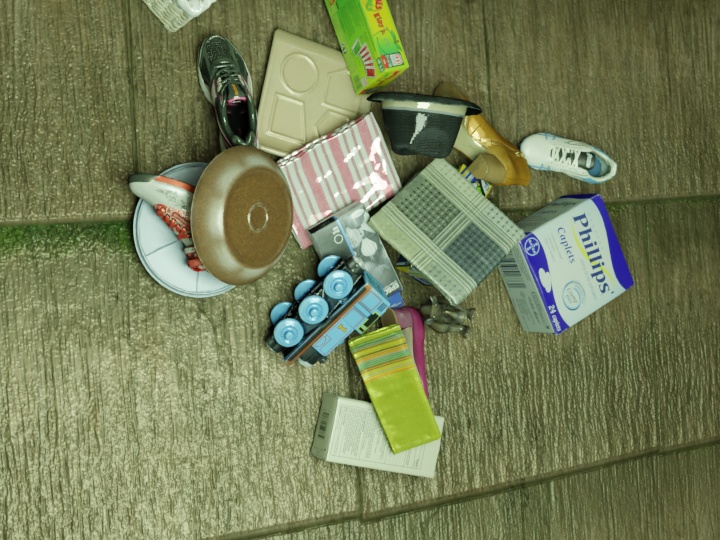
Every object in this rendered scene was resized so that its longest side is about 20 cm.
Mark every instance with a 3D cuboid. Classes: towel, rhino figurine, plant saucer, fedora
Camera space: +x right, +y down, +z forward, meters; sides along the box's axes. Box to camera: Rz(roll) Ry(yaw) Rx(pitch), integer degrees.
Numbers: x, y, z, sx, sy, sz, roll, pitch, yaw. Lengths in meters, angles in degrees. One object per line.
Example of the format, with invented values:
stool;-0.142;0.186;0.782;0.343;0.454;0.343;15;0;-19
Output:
towel;-0.037;-0.140;1.368;0.198;0.030;0.148;-30;116;-9
towel;0.135;-0.066;1.378;0.200;0.035;0.192;44;63;8
rhino figurine;0.138;0.073;1.399;0.086;0.200;0.061;17;88;7
plant saucer;-0.157;-0.077;1.248;0.199;0.036;0.204;-11;104;-50
fedora;0.098;-0.226;1.373;0.198;0.200;0.093;2;98;-24
towel;0.053;0.184;1.331;0.085;0.018;0.202;-19;105;10

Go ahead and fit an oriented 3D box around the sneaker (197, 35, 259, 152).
sneaker;-0.187;-0.260;1.289;0.079;0.086;0.203;-18;84;-15

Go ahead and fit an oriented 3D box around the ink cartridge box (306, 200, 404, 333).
ink cartridge box;0.000;0.000;1.389;0.099;0.039;0.202;-31;112;-10

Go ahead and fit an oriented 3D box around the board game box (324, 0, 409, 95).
board game box;0.002;-0.392;1.367;0.047;0.101;0.203;-18;88;-29

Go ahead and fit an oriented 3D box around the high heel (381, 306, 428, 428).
high heel;0.094;0.154;1.413;0.095;0.067;0.203;7;68;-49

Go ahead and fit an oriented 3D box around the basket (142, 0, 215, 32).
basket;-0.254;-0.478;1.238;0.198;0.160;0.200;47;71;-17

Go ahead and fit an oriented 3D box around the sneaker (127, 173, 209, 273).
sneaker;-0.249;-0.062;1.253;0.199;0.067;0.109;19;78;-26

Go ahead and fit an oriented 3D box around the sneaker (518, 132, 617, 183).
sneaker;0.377;-0.206;1.572;0.197;0.072;0.073;10;87;-23

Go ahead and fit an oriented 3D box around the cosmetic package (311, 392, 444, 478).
cosmetic package;0.029;0.268;1.408;0.198;0.071;0.107;16;82;-23

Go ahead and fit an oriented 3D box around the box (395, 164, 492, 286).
box;0.140;-0.075;1.466;0.070;0.064;0.202;33;76;-20

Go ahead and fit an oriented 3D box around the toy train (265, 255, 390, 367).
toy train;-0.053;0.068;1.334;0.200;0.087;0.114;-44;114;9

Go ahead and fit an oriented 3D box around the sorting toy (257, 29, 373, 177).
sorting toy;-0.073;-0.265;1.391;0.183;0.036;0.203;14;80;-24

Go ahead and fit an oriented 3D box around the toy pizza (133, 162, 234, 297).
toy pizza;-0.244;-0.061;1.309;0.197;0.032;0.203;1;88;-25

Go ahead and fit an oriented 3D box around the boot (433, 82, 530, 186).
boot;0.211;-0.229;1.501;0.143;0.071;0.203;-1;60;-49

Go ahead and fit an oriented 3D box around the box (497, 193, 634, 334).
box;0.357;-0.014;1.542;0.199;0.105;0.186;-29;102;-22
